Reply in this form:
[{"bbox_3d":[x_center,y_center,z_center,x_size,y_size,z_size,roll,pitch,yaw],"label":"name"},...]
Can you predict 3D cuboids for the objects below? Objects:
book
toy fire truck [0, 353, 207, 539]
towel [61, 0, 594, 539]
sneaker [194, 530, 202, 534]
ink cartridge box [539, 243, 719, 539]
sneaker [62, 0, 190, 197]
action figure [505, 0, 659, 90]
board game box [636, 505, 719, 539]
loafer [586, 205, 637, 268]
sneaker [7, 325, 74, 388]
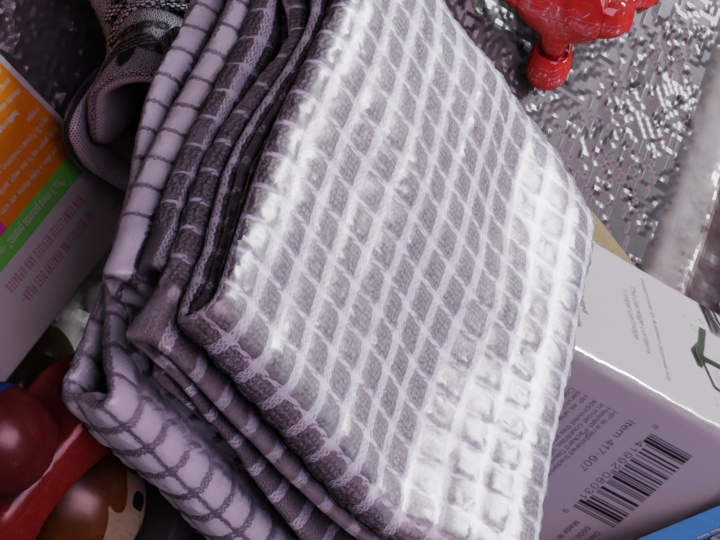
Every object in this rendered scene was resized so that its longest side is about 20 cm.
[{"bbox_3d":[-0.171,-0.059,0.716,0.200,0.048,0.134,49,23,-12],"label":"book"},{"bbox_3d":[-0.112,0.106,0.686,0.112,0.168,0.200,36,80,22],"label":"toy fire truck"},{"bbox_3d":[0.000,0.000,0.699,0.166,0.085,0.200,50,40,-37],"label":"towel"},{"bbox_3d":[-0.052,0.163,0.797,0.082,0.075,0.200,-33,78,-14],"label":"sneaker"},{"bbox_3d":[0.102,0.088,0.852,0.200,0.146,0.084,29,31,-27],"label":"ink cartridge box"},{"bbox_3d":[-0.074,-0.100,0.779,0.200,0.075,0.114,60,25,-9],"label":"sneaker"},{"bbox_3d":[0.110,-0.172,0.912,0.065,0.099,0.200,22,113,10],"label":"action figure"},{"bbox_3d":[0.132,0.189,0.802,0.200,0.056,0.196,-22,116,-9],"label":"board game box"},{"bbox_3d":[0.085,0.005,0.894,0.200,0.076,0.068,17,84,-28],"label":"loafer"},{"bbox_3d":[-0.192,0.033,0.735,0.200,0.067,0.090,-22,91,-33],"label":"sneaker"}]
